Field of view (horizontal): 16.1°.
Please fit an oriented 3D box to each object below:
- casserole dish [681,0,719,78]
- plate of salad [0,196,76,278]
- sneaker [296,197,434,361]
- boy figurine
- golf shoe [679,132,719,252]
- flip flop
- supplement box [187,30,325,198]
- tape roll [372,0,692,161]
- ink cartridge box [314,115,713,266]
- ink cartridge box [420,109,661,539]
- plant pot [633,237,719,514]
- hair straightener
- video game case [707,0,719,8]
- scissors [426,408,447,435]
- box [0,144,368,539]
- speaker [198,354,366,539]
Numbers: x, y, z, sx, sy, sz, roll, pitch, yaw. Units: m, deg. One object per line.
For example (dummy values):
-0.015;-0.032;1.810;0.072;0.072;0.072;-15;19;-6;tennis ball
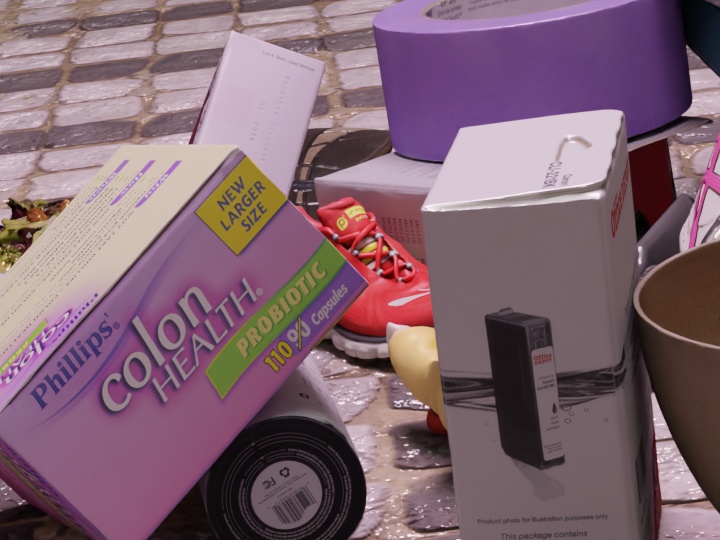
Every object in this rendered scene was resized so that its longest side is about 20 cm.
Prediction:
0.263;-0.136;1.644;0.120;0.039;0.200;21;17;-22;casserole dish
-0.179;-0.031;1.778;0.198;0.048;0.200;-7;18;2;plate of salad
0.000;0.000;1.537;0.077;0.086;0.199;-22;22;-38;sneaker
0.069;0.037;1.371;0.123;0.065;0.200;-3;23;17;boy figurine
0.216;-0.040;1.454;0.092;0.072;0.201;-31;29;45;golf shoe
-0.024;-0.043;1.756;0.080;0.058;0.200;1;33;9;flip flop
-0.080;-0.040;1.482;0.060;0.110;0.200;18;-27;-5;supplement box
0.111;-0.136;1.643;0.198;0.086;0.200;-8;14;2;tape roll
0.104;-0.040;1.620;0.199;0.085;0.175;-21;18;-38;ink cartridge box
0.086;0.042;1.165;0.083;0.202;0.144;-3;17;11;ink cartridge box
0.226;0.068;1.138;0.199;0.136;0.200;-6;16;2;plant pot
0.170;0.001;1.507;0.077;0.041;0.200;-20;10;30;hair straightener
0.257;-0.183;1.663;0.181;0.022;0.200;27;16;-13;video game case
0.130;0.061;1.407;0.199;0.014;0.073;-18;18;-28;scissors
-0.116;0.033;1.269;0.176;0.097;0.200;-48;17;-13;box
-0.050;0.079;1.306;0.081;0.082;0.200;-9;17;-7;speaker
